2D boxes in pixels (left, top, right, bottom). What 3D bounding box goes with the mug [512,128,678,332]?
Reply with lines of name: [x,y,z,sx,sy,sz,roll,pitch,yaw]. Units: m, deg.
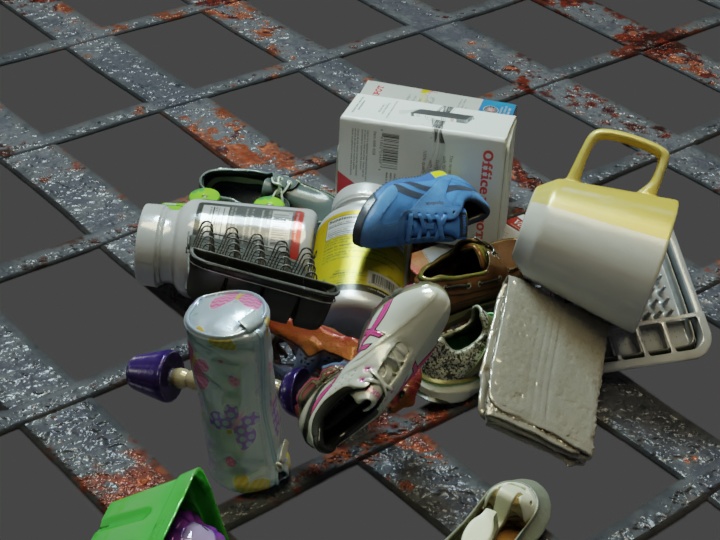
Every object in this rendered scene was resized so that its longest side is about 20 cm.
mug: [0.255,-0.042,1.683,0.152,0.150,0.187,19,58,8]

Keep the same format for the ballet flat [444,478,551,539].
ballet flat: [0.130,0.240,1.450,0.067,0.064,0.200,20,36,23]

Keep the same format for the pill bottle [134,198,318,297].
pill bottle: [-0.152,-0.022,1.773,0.198,0.117,0.116,5,33,3]

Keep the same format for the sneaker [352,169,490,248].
sneaker: [0.070,-0.060,1.678,0.078,0.066,0.200,30,30,27]

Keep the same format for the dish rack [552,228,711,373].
dish rack: [0.293,0.024,1.755,0.170,0.044,0.201,-7,66,-16]

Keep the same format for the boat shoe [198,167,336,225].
boat shoe: [-0.109,-0.086,1.902,0.199,0.062,0.073,12,69,20]

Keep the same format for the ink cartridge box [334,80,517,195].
ink cartridge box: [0.081,-0.134,1.940,0.199,0.146,0.147,11,31,11]

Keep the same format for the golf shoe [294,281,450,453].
golf shoe: [0.020,0.099,1.498,0.072,0.200,0.092,38,11,-23]

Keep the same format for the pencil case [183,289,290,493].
pencil case: [-0.117,0.118,1.491,0.083,0.201,0.091,-23,34,-25]

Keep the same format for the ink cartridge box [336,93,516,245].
ink cartridge box: [0.078,-0.116,1.814,0.199,0.145,0.084,10,29,12]

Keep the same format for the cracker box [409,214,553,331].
cracker box: [0.158,0.011,1.809,0.199,0.058,0.134,-19,40,-32]

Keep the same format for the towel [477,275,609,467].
towel: [0.194,0.105,1.622,0.132,0.035,0.201,27,47,-10]

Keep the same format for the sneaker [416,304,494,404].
sneaker: [0.142,0.076,1.678,0.199,0.089,0.077,-21,40,-34]

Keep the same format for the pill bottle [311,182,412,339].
pill bottle: [0.000,0.000,1.724,0.112,0.113,0.201,5,46,2]

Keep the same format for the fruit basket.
fruit basket: [-0.132,0.282,1.300,0.214,0.156,0.216,-12,29,7]

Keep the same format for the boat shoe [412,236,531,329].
boat shoe: [0.132,0.001,1.709,0.072,0.068,0.200,25,38,32]

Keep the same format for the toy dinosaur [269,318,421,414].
toy dinosaur: [-0.029,0.094,1.590,0.181,0.200,0.105,-12,38,36]

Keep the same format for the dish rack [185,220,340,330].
dish rack: [-0.108,-0.005,1.581,0.152,0.055,0.200,16,17,-12]

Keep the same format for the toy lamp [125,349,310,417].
toy lamp: [-0.150,0.114,1.598,0.199,0.059,0.058,3,31,21]

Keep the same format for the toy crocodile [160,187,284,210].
toy crocodile: [-0.152,-0.052,1.863,0.198,0.068,0.062,7,34,4]
